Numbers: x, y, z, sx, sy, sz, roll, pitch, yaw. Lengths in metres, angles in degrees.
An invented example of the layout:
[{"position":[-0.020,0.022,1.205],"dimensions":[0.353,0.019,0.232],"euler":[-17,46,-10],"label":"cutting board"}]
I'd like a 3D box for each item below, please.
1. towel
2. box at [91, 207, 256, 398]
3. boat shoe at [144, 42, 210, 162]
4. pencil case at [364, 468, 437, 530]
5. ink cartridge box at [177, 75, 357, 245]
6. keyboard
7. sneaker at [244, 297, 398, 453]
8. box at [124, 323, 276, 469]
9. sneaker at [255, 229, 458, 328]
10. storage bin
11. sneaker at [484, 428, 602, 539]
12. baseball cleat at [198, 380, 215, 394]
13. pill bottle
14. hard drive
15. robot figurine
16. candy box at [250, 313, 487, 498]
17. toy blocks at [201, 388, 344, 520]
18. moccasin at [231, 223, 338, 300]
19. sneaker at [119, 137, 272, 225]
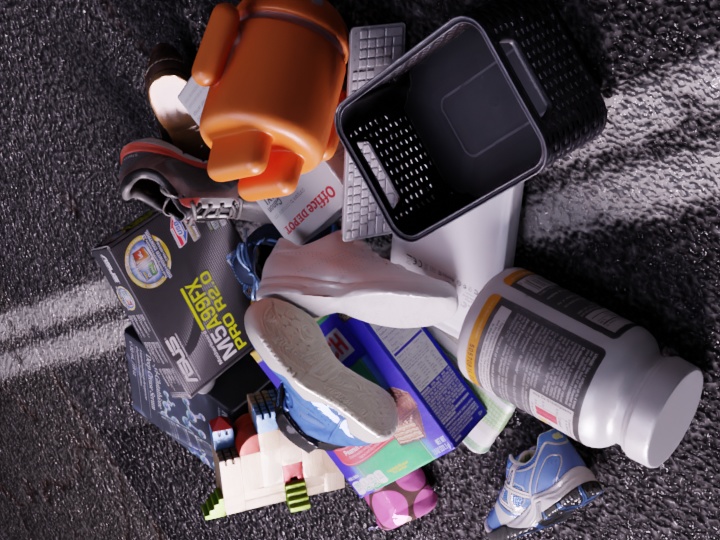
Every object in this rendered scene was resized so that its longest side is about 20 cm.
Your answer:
[{"position":[0.107,0.089,1.359],"dimensions":[0.149,0.031,0.201],"euler":[40,142,14],"label":"towel"},{"position":[-0.197,0.020,1.532],"dimensions":[0.044,0.160,0.202],"euler":[-7,114,51],"label":"box"},{"position":[-0.186,-0.157,1.450],"dimensions":[0.071,0.069,0.202],"euler":[-109,5,-46],"label":"boat shoe"},{"position":[0.007,0.200,1.525],"dimensions":[0.202,0.090,0.094],"euler":[63,180,-12],"label":"pencil case"},{"position":[-0.071,-0.141,1.306],"dimensions":[0.201,0.083,0.146],"euler":[52,146,0],"label":"ink cartridge box"},{"position":[0.012,-0.124,1.205],"dimensions":[0.011,0.056,0.203],"euler":[-136,43,-56],"label":"keyboard"},{"position":[-0.064,0.111,1.301],"dimensions":[0.111,0.077,0.200],"euler":[-23,128,40],"label":"sneaker"},{"position":[-0.195,0.149,1.694],"dimensions":[0.199,0.107,0.150],"euler":[31,140,27],"label":"box"},{"position":[0.000,0.000,1.269],"dimensions":[0.197,0.090,0.076],"euler":[5,151,14],"label":"sneaker"},{"position":[0.088,-0.126,1.096],"dimensions":[0.199,0.093,0.136],"euler":[-29,91,50],"label":"storage bin"},{"position":[0.181,0.225,1.364],"dimensions":[0.078,0.075,0.200],"euler":[67,150,19],"label":"sneaker"},{"position":[-0.205,0.044,1.592],"dimensions":[0.106,0.070,0.202],"euler":[-34,72,18],"label":"baseball cleat"},{"position":[0.192,0.086,1.169],"dimensions":[0.199,0.116,0.117],"euler":[29,140,32],"label":"pill bottle"},{"position":[0.087,-0.033,1.243],"dimensions":[0.131,0.027,0.202],"euler":[28,131,31],"label":"hard drive"},{"position":[-0.074,-0.165,1.164],"dimensions":[0.142,0.203,0.117],"euler":[16,159,-5],"label":"robot figurine"},{"position":[0.007,0.116,1.383],"dimensions":[0.201,0.077,0.169],"euler":[53,134,-1],"label":"candy box"},{"position":[-0.101,0.204,1.573],"dimensions":[0.100,0.197,0.138],"euler":[-126,28,-60],"label":"toy blocks"},{"position":[-0.097,-0.016,1.462],"dimensions":[0.081,0.068,0.199],"euler":[57,146,-7],"label":"moccasin"},{"position":[-0.167,-0.074,1.417],"dimensions":[0.197,0.083,0.078],"euler":[13,136,-6],"label":"sneaker"}]
